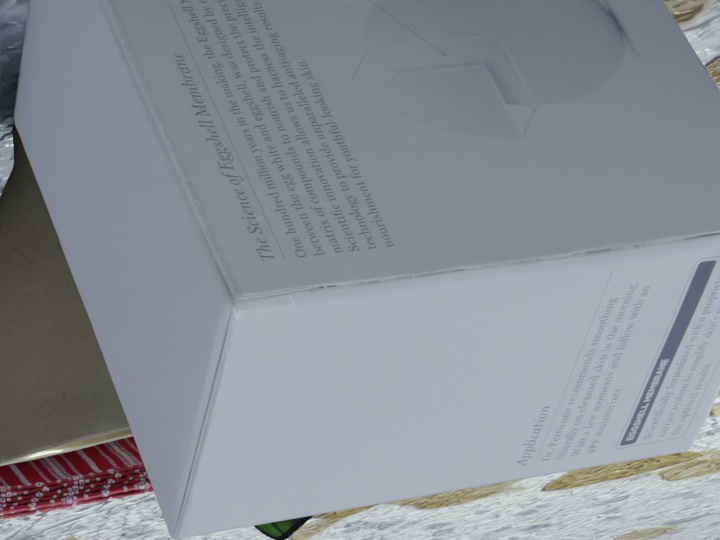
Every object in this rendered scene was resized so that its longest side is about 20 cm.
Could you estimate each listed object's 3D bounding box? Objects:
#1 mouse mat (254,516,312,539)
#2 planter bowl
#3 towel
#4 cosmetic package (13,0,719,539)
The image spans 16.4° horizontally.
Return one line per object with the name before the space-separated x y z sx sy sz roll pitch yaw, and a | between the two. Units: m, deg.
mouse mat | -0.076 0.072 1.334 0.008 0.161 0.200 -51 -178 -29
planter bowl | -0.069 -0.009 1.003 0.199 0.136 0.200 -15 177 -1
towel | -0.152 0.113 1.514 0.198 0.023 0.145 -10 -171 -14
cosmetic package | 0.005 -0.034 0.851 0.198 0.200 0.123 -6 139 -24
